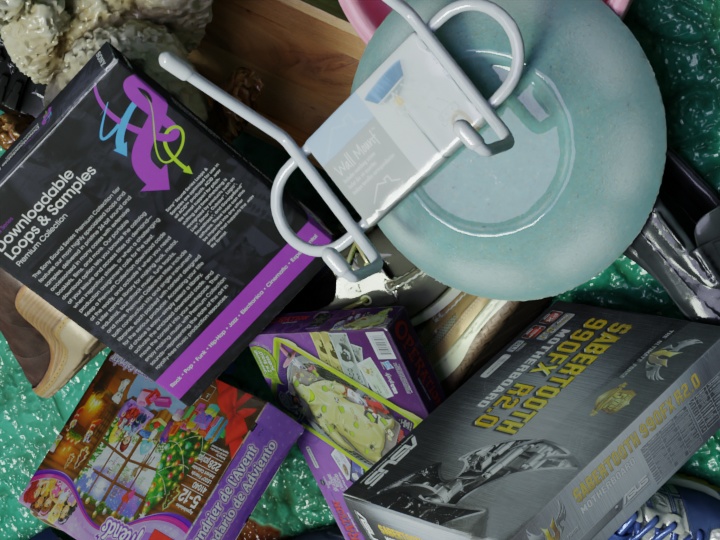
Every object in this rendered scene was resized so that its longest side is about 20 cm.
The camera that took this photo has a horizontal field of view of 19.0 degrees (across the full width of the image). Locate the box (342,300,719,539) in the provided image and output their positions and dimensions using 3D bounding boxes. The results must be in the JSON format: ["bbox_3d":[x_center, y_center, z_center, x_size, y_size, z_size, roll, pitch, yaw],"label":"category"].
[{"bbox_3d":[0.110,0.100,1.254,0.158,0.200,0.048,9,134,56],"label":"box"}]

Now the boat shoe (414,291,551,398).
[{"bbox_3d":[0.053,0.039,1.373,0.076,0.072,0.200,48,122,19],"label":"boat shoe"}]

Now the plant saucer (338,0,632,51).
[{"bbox_3d":[0.077,-0.204,1.279,0.200,0.051,0.202,6,105,21],"label":"plant saucer"}]

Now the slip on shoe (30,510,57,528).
[{"bbox_3d":[-0.156,0.144,1.522,0.076,0.061,0.200,31,145,-31],"label":"slip on shoe"}]

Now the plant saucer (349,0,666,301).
[{"bbox_3d":[0.078,-0.077,1.259,0.200,0.039,0.202,5,104,21],"label":"plant saucer"}]

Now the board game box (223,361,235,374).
[{"bbox_3d":[-0.142,-0.005,1.438,0.157,0.039,0.200,27,157,10],"label":"board game box"}]

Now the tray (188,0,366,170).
[{"bbox_3d":[-0.038,-0.129,1.380,0.199,0.037,0.099,26,116,17],"label":"tray"}]

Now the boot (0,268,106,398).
[{"bbox_3d":[-0.238,-0.002,1.455,0.166,0.072,0.200,47,160,1],"label":"boot"}]

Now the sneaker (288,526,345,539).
[{"bbox_3d":[-0.073,0.232,1.491,0.199,0.082,0.070,-20,96,31],"label":"sneaker"}]

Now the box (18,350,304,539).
[{"bbox_3d":[-0.135,0.129,1.419,0.200,0.039,0.137,18,74,54],"label":"box"}]

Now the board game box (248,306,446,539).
[{"bbox_3d":[0.014,0.113,1.371,0.120,0.032,0.201,-6,120,35],"label":"board game box"}]

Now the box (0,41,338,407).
[{"bbox_3d":[-0.128,-0.025,1.302,0.143,0.036,0.200,-45,123,7],"label":"box"}]

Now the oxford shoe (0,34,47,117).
[{"bbox_3d":[-0.184,-0.107,1.449,0.200,0.084,0.073,37,87,-7],"label":"oxford shoe"}]

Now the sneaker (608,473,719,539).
[{"bbox_3d":[0.162,0.159,1.342,0.199,0.088,0.076,27,115,16],"label":"sneaker"}]

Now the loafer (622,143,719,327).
[{"bbox_3d":[0.207,-0.014,1.271,0.200,0.068,0.071,43,130,13],"label":"loafer"}]

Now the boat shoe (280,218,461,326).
[{"bbox_3d":[0.000,0.003,1.366,0.060,0.072,0.201,27,140,-34],"label":"boat shoe"}]

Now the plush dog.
[{"bbox_3d":[-0.157,-0.134,1.337,0.160,0.199,0.173,140,118,-71],"label":"plush dog"}]

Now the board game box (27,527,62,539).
[{"bbox_3d":[-0.182,0.305,1.536,0.201,0.062,0.200,65,165,-17],"label":"board game box"}]

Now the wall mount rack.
[{"bbox_3d":[-0.011,-0.099,1.230,0.200,0.074,0.174,-43,80,26],"label":"wall mount rack"}]
